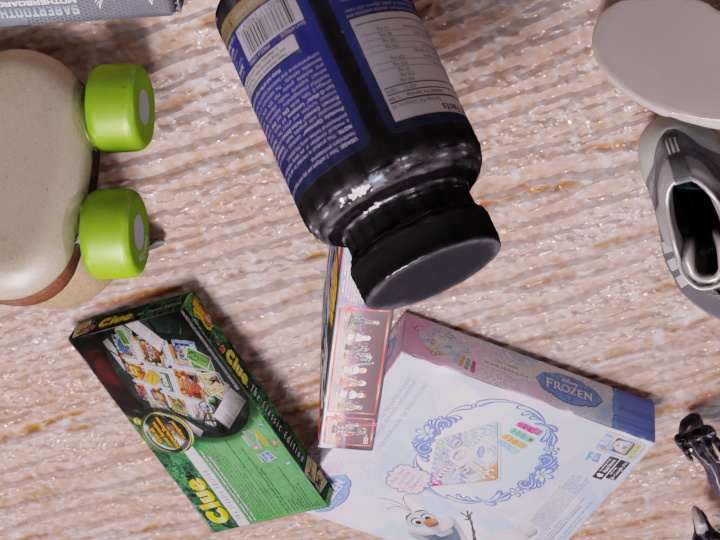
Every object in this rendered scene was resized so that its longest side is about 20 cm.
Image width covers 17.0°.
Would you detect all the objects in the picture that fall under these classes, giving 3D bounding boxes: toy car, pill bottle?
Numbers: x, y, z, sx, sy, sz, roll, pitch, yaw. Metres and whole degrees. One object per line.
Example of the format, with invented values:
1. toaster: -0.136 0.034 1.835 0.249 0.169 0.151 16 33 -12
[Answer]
1. toy car: -0.198 -0.040 1.540 0.164 0.158 0.200 -2 166 11
2. pill bottle: 0.002 -0.084 1.382 0.112 0.200 0.112 -22 164 -7

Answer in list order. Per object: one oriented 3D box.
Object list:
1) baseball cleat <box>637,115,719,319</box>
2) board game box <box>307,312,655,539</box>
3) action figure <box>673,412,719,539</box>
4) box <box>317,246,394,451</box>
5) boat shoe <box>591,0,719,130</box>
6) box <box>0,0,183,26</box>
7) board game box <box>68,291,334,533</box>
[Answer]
1. baseball cleat: 0.221 -0.008 1.529 0.070 0.107 0.200 -19 134 17
2. board game box: 0.078 0.134 1.738 0.199 0.043 0.200 20 135 -16
3. action figure: 0.286 0.181 1.734 0.119 0.102 0.200 -19 132 7
4. box: 0.000 0.000 1.532 0.040 0.137 0.200 4 137 -4
5. boat shoe: 0.238 -0.106 1.450 0.200 0.075 0.093 20 174 15
6. box: -0.191 -0.205 1.311 0.199 0.158 0.051 -4 142 7
7. board game box: -0.111 0.103 1.705 0.105 0.023 0.200 -16 124 27
